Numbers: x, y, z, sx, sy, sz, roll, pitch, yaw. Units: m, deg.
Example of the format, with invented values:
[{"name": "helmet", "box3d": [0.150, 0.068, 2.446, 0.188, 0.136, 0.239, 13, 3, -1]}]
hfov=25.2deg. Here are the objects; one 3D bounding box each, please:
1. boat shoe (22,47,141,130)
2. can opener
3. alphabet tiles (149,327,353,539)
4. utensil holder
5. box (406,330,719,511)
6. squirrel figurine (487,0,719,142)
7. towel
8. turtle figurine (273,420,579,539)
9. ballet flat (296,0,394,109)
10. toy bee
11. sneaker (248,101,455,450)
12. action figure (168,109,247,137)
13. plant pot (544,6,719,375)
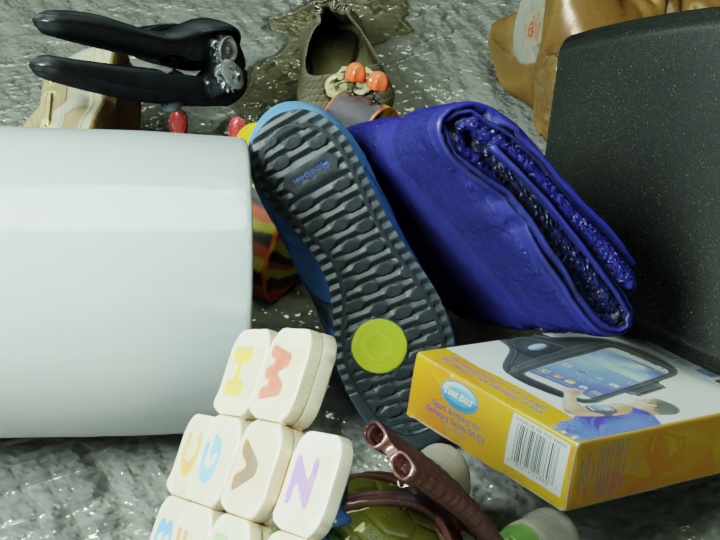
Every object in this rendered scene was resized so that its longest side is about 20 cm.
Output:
[{"name": "boat shoe", "box3d": [-0.188, -0.079, 1.052, 0.069, 0.074, 0.200, -14, 34, 9]}, {"name": "can opener", "box3d": [-0.142, -0.134, 1.044, 0.079, 0.063, 0.200, -4, 3, 30]}, {"name": "alphabet tiles", "box3d": [-0.061, 0.119, 0.665, 0.015, 0.200, 0.196, 20, -9, -20]}, {"name": "utensil holder", "box3d": [-0.160, 0.007, 0.842, 0.200, 0.170, 0.170, 1, 35, -8]}, {"name": "box", "box3d": [0.138, 0.068, 0.840, 0.200, 0.042, 0.119, -8, 24, -38]}, {"name": "squirrel figurine", "box3d": [0.211, -0.149, 1.153, 0.186, 0.142, 0.200, 5, 48, -16]}, {"name": "towel", "box3d": [0.063, -0.031, 0.873, 0.050, 0.148, 0.200, -43, 13, -13]}, {"name": "turtle figurine", "box3d": [0.007, 0.160, 0.717, 0.144, 0.200, 0.194, -8, 3, 31]}, {"name": "ballet flat", "box3d": [-0.014, -0.154, 1.159, 0.067, 0.046, 0.200, -4, 26, -3]}, {"name": "toy bee", "box3d": [-0.018, -0.072, 1.016, 0.131, 0.109, 0.200, 9, 35, 11]}, {"name": "sneaker", "box3d": [0.000, 0.000, 0.876, 0.066, 0.200, 0.078, -25, 6, 2]}, {"name": "action figure", "box3d": [-0.118, -0.059, 1.002, 0.065, 0.099, 0.200, 6, 37, 5]}, {"name": "plant pot", "box3d": [0.212, -0.054, 0.915, 0.177, 0.200, 0.200, 14, 12, 38]}]
